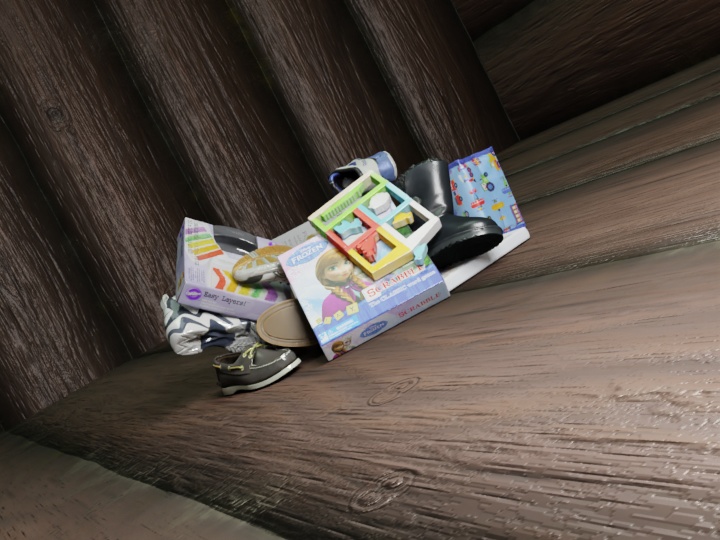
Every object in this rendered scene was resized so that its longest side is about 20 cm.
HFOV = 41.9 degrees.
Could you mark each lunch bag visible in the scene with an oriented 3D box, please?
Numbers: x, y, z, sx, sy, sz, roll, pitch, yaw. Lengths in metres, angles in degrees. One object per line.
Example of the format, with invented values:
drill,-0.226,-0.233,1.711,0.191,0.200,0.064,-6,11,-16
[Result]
lunch bag,0.171,-0.107,1.659,0.094,0.151,0.200,-23,0,-35

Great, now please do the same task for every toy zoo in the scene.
toy zoo,0.028,-0.064,1.391,0.131,0.020,0.200,-38,49,-12

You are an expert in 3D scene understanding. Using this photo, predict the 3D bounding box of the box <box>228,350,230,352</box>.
box,-0.193,0.092,1.707,0.121,0.032,0.200,-30,-28,-17

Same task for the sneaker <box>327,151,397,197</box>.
sneaker,-0.024,-0.178,1.867,0.115,0.081,0.199,-21,1,-28

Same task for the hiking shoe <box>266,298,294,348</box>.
hiking shoe,-0.114,0.076,1.625,0.199,0.101,0.076,-29,6,-14

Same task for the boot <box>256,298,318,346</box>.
boot,-0.073,0.081,1.498,0.199,0.074,0.155,-10,-4,-13

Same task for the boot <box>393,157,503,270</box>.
boot,0.126,-0.096,1.429,0.076,0.169,0.200,8,-21,-36

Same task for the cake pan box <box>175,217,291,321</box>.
cake pan box,-0.210,0.001,1.553,0.052,0.183,0.200,-62,22,28

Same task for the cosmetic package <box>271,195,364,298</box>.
cosmetic package,-0.035,-0.037,1.885,0.199,0.168,0.166,-25,0,32

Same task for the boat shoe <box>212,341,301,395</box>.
boat shoe,-0.167,0.145,1.449,0.072,0.061,0.201,-31,6,-41

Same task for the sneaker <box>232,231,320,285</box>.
sneaker,-0.106,0.002,1.512,0.199,0.088,0.076,-15,30,-20

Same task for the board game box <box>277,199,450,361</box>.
board game box,0.000,0.008,1.386,0.199,0.041,0.200,-28,48,-3

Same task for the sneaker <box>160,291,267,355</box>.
sneaker,-0.239,0.069,1.543,0.198,0.130,0.080,-7,-41,-34

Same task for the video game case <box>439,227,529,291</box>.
video game case,0.146,-0.002,1.495,0.200,0.023,0.182,-32,6,-33
